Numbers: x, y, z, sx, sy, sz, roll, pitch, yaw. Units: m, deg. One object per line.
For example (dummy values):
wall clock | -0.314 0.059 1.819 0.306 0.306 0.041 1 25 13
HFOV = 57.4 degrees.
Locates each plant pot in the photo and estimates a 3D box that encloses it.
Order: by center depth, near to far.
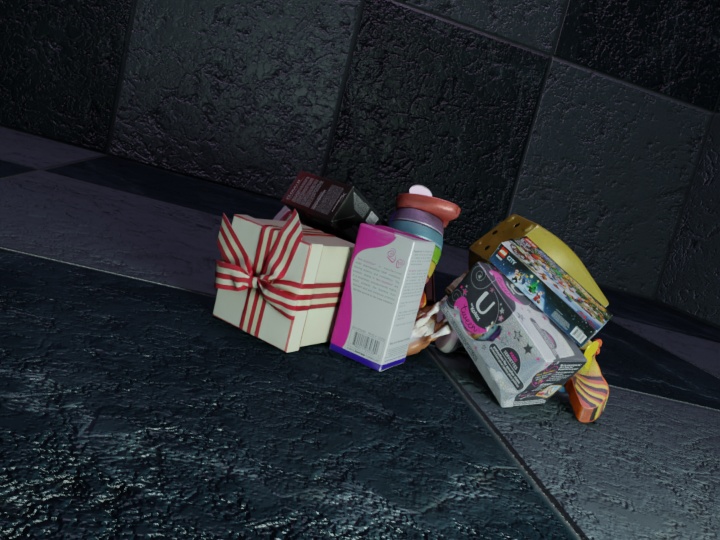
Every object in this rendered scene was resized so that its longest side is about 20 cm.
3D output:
plant pot | 0.316 0.013 1.265 0.203 0.193 0.194 56 -1 -19

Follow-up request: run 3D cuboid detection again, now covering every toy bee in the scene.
toy bee | 0.369 0.150 1.101 0.105 0.205 0.132 -11 -28 -10

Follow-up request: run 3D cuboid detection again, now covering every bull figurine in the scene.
bull figurine | 0.111 0.097 1.178 0.066 0.120 0.200 57 20 -4

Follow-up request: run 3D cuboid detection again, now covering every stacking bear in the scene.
stacking bear | 0.088 -0.018 1.141 0.110 0.206 0.121 17 -11 -6

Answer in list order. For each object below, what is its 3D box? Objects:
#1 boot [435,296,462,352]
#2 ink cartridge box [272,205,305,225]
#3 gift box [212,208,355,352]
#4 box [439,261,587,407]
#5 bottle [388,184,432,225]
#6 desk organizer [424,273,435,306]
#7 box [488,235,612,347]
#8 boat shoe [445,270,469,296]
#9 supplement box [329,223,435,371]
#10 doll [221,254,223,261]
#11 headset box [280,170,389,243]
boot | 0.199 0.119 1.281 0.089 0.074 0.201 34 20 -5
ink cartridge box | -0.166 -0.050 1.348 0.086 0.148 0.200 43 4 -11
gift box | -0.121 0.000 1.041 0.180 0.207 0.185 14 9 29
box | 0.243 0.100 1.062 0.130 0.116 0.202 7 41 -42
bottle | 0.092 -0.077 1.291 0.081 0.203 0.067 13 48 -2
desk organizer | 0.116 0.050 1.356 0.074 0.074 0.200 -2 -15 6
box | 0.314 0.028 1.081 0.200 0.038 0.135 46 28 18
boat shoe | 0.225 0.098 1.236 0.204 0.062 0.073 60 -3 -24
supplement box | 0.036 0.038 1.043 0.099 0.207 0.103 19 10 26
doll | -0.155 0.001 1.189 0.193 0.141 0.049 -5 -17 13
headset box | -0.046 -0.100 1.220 0.198 0.076 0.148 25 -14 49
